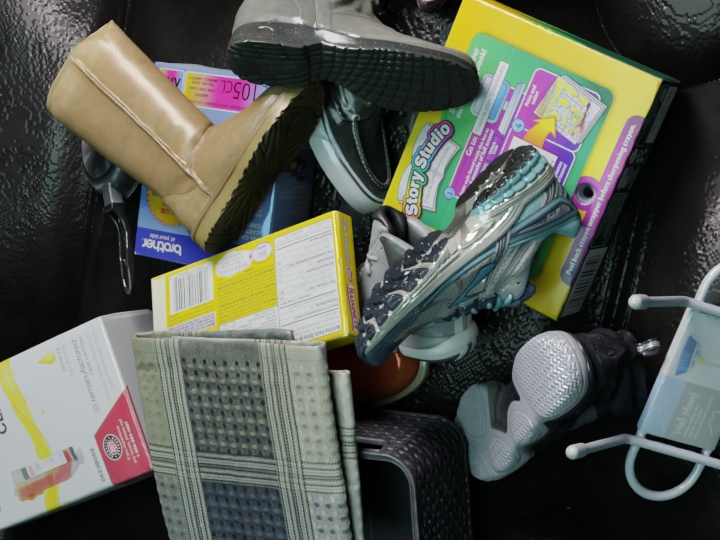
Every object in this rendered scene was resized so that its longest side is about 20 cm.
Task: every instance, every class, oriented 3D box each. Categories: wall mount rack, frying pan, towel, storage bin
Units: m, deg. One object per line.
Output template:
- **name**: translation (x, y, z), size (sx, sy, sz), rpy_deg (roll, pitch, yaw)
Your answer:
- **wall mount rack**: translation (0.234, 0.084, 1.051), size (0.173, 0.075, 0.201), rpy_deg (15, 104, -18)
- **frying pan**: translation (-0.224, -0.080, 1.298), size (0.115, 0.031, 0.191), rpy_deg (14, 94, 54)
- **towel**: translation (-0.085, 0.139, 1.139), size (0.192, 0.035, 0.201), rpy_deg (2, 108, 33)
- **storage bin**: translation (0.012, 0.220, 1.174), size (0.135, 0.094, 0.201), rpy_deg (3, 107, 30)

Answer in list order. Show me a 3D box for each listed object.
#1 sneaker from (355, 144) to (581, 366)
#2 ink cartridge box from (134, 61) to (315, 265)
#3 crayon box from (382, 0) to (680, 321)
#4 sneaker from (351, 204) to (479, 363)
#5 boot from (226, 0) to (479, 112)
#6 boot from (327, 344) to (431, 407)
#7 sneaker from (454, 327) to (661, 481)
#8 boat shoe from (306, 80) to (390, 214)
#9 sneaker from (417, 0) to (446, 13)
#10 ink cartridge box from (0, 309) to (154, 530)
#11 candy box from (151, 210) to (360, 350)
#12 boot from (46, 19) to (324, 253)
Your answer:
- **sneaker**: translation (0.082, 0.006, 1.068), size (0.200, 0.078, 0.086), rpy_deg (-45, 103, 2)
- **ink cartridge box**: translation (-0.113, -0.070, 1.248), size (0.136, 0.076, 0.201), rpy_deg (10, 100, 25)
- **crayon box**: translation (0.126, -0.089, 1.138), size (0.172, 0.058, 0.201), rpy_deg (29, 107, 23)
- **sneaker**: translation (0.000, 0.000, 1.160), size (0.199, 0.075, 0.116), rpy_deg (7, 115, 23)
- **boot**: translation (-0.001, -0.200, 1.121), size (0.199, 0.068, 0.131), rpy_deg (10, 58, -1)
- **boot**: translation (-0.044, 0.082, 1.208), size (0.199, 0.107, 0.075), rpy_deg (-4, 90, 24)
- **sneaker**: translation (0.155, 0.103, 1.129), size (0.200, 0.113, 0.076), rpy_deg (-53, 49, 55)
- **boat shoe**: translation (-0.008, -0.148, 1.186), size (0.071, 0.072, 0.201), rpy_deg (-19, 90, 29)
- **sneaker**: translation (0.076, -0.249, 1.149), size (0.199, 0.079, 0.096), rpy_deg (12, 105, 32)
- **ink cartridge box**: translation (-0.265, 0.139, 1.330), size (0.200, 0.083, 0.146), rpy_deg (-24, 84, 25)
- **candy box**: translation (-0.087, 0.030, 1.159), size (0.200, 0.026, 0.103), rpy_deg (-18, 69, 33)
- **boot**: translation (-0.147, -0.136, 1.182), size (0.200, 0.066, 0.175), rpy_deg (43, 107, 19)
